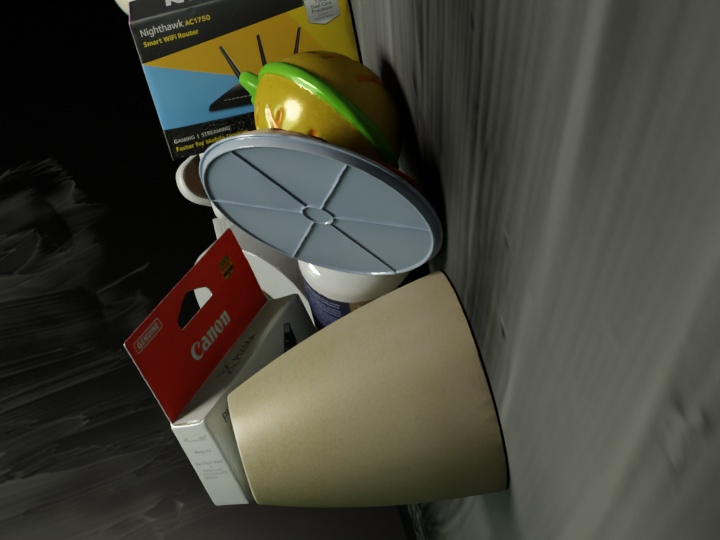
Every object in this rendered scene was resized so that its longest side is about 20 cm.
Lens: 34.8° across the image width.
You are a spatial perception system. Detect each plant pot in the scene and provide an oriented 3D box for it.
[{"bbox_3d":[-0.002,0.119,0.948,0.187,0.198,0.189,164,90,-85],"label":"plant pot"}]

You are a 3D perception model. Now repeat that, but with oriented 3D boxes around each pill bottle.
[{"bbox_3d":[0.000,0.000,1.079,0.201,0.110,0.112,79,173,-56],"label":"pill bottle"}]

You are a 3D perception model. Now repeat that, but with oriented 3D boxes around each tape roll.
[{"bbox_3d":[-0.105,0.036,1.380,0.199,0.066,0.202,23,138,23],"label":"tape roll"}]

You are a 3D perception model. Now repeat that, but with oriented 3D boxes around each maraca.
[{"bbox_3d":[-0.036,-0.123,0.957,0.137,0.107,0.200,47,167,-25],"label":"maraca"}]

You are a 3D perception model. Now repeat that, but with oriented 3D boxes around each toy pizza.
[{"bbox_3d":[-0.029,-0.056,0.897,0.201,0.198,0.032,82,-157,-64],"label":"toy pizza"}]

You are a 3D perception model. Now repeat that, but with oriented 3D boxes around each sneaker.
[{"bbox_3d":[-0.140,-0.107,1.318,0.084,0.199,0.074,-24,87,45],"label":"sneaker"}]

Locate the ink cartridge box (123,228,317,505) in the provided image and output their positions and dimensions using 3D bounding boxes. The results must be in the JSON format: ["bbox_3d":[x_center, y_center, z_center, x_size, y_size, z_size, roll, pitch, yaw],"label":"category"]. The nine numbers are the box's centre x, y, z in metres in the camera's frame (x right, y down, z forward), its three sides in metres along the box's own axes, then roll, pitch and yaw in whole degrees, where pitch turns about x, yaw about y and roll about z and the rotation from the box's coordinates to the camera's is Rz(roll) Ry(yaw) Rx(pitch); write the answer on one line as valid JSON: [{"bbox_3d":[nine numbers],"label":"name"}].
[{"bbox_3d":[-0.109,0.079,1.037,0.175,0.043,0.200,65,-147,-23],"label":"ink cartridge box"}]

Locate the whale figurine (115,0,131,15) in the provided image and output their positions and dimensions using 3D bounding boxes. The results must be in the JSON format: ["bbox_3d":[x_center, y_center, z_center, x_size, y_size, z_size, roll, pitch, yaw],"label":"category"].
[{"bbox_3d":[-0.194,-0.308,1.289,0.200,0.159,0.104,42,173,-20],"label":"whale figurine"}]

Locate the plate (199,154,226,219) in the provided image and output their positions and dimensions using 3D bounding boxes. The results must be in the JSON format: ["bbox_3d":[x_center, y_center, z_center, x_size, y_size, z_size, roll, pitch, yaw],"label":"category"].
[{"bbox_3d":[-0.098,-0.174,1.192,0.032,0.198,0.202,-14,-92,-68],"label":"plate"}]

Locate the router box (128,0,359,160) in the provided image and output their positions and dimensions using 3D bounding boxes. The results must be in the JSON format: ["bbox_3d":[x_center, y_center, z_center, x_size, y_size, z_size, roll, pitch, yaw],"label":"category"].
[{"bbox_3d":[-0.103,-0.201,1.082,0.051,0.198,0.150,-110,6,-52],"label":"router box"}]

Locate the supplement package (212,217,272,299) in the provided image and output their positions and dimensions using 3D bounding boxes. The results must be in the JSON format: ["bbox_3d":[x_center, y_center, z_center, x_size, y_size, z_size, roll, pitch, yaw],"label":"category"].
[{"bbox_3d":[-0.081,0.001,1.580,0.151,0.198,0.153,78,174,-50],"label":"supplement package"}]
